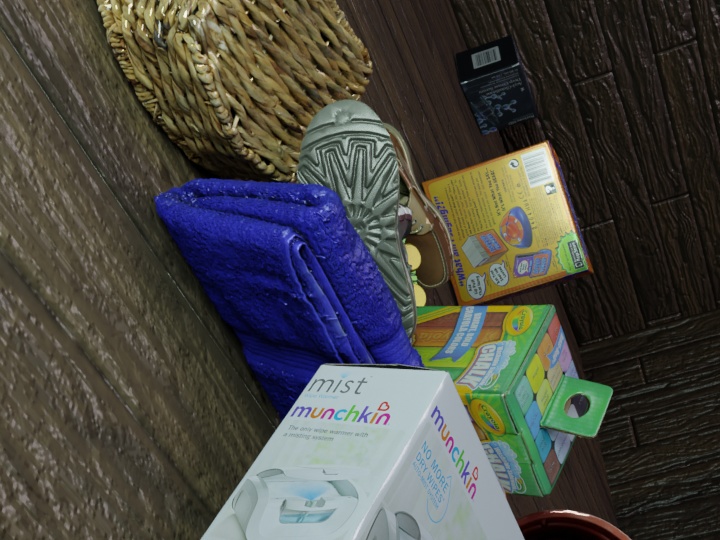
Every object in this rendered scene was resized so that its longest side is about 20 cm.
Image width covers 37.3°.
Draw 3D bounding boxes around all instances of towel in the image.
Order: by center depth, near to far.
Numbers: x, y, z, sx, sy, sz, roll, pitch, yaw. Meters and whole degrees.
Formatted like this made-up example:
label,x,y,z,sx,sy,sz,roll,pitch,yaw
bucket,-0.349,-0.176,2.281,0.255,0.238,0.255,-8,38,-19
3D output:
label,x,y,z,sx,sy,sz,roll,pitch,yaw
towel,-0.038,0.036,0.659,0.050,0.147,0.200,-51,130,-34

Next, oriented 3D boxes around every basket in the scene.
label,x,y,z,sx,sy,sz,roll,pitch,yaw
basket,-0.106,-0.148,0.733,0.143,0.148,0.200,-67,152,-15

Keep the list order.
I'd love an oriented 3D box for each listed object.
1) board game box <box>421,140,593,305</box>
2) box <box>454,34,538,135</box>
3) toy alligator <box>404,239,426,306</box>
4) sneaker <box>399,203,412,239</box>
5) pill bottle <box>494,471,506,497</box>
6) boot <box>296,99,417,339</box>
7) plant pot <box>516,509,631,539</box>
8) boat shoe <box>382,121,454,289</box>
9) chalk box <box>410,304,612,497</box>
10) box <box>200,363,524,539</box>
label,x,y,z,sx,sy,sz,roll,pitch,yaw
board game box,0.233,-0.064,1.654,0.200,0.199,0.201,5,68,-76
box,0.333,-0.450,2.602,0.200,0.148,0.107,55,23,-50
toy alligator,0.030,0.041,1.072,0.054,0.059,0.201,2,73,-28
sneaker,0.000,0.000,0.974,0.200,0.075,0.116,-7,85,-65
pill bottle,0.038,0.152,0.833,0.200,0.112,0.113,58,20,-45
boot,0.008,-0.023,0.783,0.200,0.072,0.183,-11,95,-81
plant pot,0.216,0.362,1.148,0.195,0.200,0.202,55,21,-74
boat shoe,0.040,-0.069,1.203,0.201,0.075,0.074,63,21,-8
chalk box,0.122,0.114,0.958,0.125,0.199,0.124,-54,129,-43
box,0.009,0.184,0.593,0.177,0.096,0.201,-53,129,-39
